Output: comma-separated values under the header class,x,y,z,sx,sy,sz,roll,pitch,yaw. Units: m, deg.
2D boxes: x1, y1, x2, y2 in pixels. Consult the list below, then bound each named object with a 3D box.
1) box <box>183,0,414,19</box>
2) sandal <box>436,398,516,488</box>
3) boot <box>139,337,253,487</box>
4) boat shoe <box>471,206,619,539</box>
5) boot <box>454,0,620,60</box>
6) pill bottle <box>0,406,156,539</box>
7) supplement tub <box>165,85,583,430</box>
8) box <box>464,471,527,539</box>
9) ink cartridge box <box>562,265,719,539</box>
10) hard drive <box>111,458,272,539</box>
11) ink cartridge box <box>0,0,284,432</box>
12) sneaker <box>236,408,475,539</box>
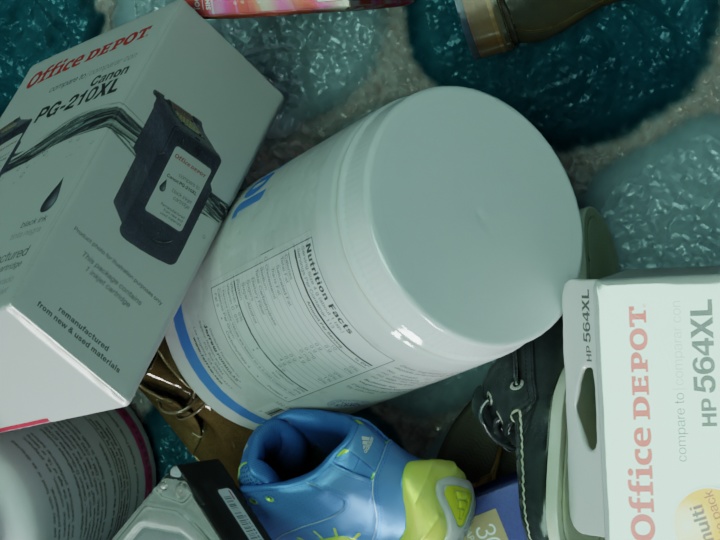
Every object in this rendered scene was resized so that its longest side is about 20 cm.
class,x,y,z,sx,sy,sz,roll,pitch,yaw
box,-0.036,-0.232,1.015,0.095,0.103,0.200,-1,99,22
sandal,0.048,0.146,1.064,0.082,0.055,0.200,40,109,11
boot,-0.090,0.071,1.095,0.200,0.075,0.074,46,106,5
boat shoe,0.088,0.059,0.984,0.066,0.075,0.200,-11,56,26
boot,0.080,-0.215,0.998,0.097,0.075,0.200,-12,101,10
pill bottle,-0.202,0.129,1.077,0.113,0.200,0.114,3,99,20
supplement tub,0.000,0.000,0.980,0.200,0.132,0.132,-26,88,51
box,0.155,0.137,1.007,0.200,0.032,0.121,-23,90,5
ink cartridge box,0.185,0.061,0.865,0.200,0.125,0.129,-3,91,14
hard drive,-0.099,0.208,0.978,0.200,0.038,0.140,-50,62,30
ink cartridge box,-0.144,-0.025,1.001,0.145,0.200,0.084,-14,131,46
sneaker,-0.038,0.116,1.016,0.200,0.076,0.105,-25,122,39
